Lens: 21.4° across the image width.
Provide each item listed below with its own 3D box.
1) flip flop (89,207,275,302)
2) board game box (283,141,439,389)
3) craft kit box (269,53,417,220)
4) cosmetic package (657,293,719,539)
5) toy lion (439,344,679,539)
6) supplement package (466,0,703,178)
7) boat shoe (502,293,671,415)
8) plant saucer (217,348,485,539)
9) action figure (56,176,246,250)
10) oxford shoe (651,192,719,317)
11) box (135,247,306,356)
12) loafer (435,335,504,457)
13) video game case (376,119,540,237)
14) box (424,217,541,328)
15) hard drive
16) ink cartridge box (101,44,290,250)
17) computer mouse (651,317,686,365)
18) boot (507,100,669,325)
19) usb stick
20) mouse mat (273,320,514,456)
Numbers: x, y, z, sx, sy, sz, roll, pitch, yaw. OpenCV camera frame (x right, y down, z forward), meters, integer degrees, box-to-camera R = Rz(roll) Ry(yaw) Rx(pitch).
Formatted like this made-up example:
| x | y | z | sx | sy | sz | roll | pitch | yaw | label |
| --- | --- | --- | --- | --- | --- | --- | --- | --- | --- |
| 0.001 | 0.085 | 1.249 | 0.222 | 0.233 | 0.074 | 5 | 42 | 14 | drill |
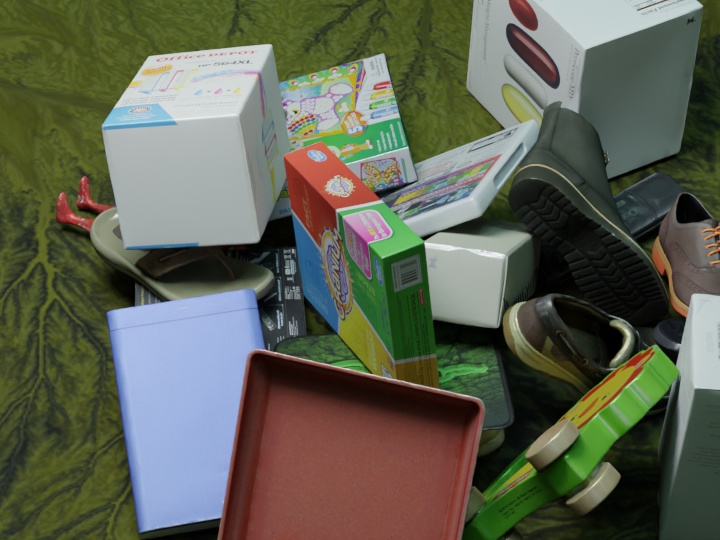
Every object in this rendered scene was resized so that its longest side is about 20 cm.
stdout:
| x | y | z | sx | sy | sz | roll | pitch | yaw | label |
| --- | --- | --- | --- | --- | --- | --- | --- | --- | --- |
| -0.168 | -0.018 | 1.747 | 0.200 | 0.058 | 0.081 | 28 | 47 | 28 | flip flop |
| 0.000 | 0.000 | 1.642 | 0.040 | 0.154 | 0.200 | -20 | 35 | -18 | board game box |
| -0.053 | -0.129 | 1.899 | 0.197 | 0.049 | 0.200 | -18 | 34 | 4 | craft kit box |
| 0.297 | 0.129 | 1.577 | 0.081 | 0.201 | 0.113 | 5 | 45 | 4 | cosmetic package |
| 0.174 | 0.145 | 1.574 | 0.069 | 0.200 | 0.192 | 47 | 41 | -1 | toy lion |
| 0.224 | -0.226 | 1.959 | 0.147 | 0.192 | 0.200 | -21 | 47 | -22 | supplement package |
| 0.215 | 0.074 | 1.667 | 0.199 | 0.065 | 0.074 | 20 | 58 | -32 | boat shoe |
| -0.008 | 0.176 | 1.547 | 0.199 | 0.201 | 0.037 | 12 | 12 | 11 | plant saucer |
| -0.197 | -0.041 | 1.849 | 0.199 | 0.052 | 0.065 | 21 | 29 | 16 | action figure |
| 0.324 | -0.006 | 1.781 | 0.071 | 0.073 | 0.200 | 0 | 28 | -15 | oxford shoe |
| -0.127 | 0.064 | 1.739 | 0.157 | 0.050 | 0.200 | -3 | 43 | -5 | box |
| 0.072 | 0.080 | 1.716 | 0.075 | 0.068 | 0.200 | -19 | 47 | -21 | loafer |
| 0.059 | -0.068 | 1.803 | 0.199 | 0.023 | 0.182 | -19 | 18 | 32 | video game case |
| 0.110 | -0.001 | 1.734 | 0.082 | 0.069 | 0.200 | 9 | 11 | 14 | box |
| -0.139 | 0.121 | 1.634 | 0.131 | 0.025 | 0.201 | -9 | 68 | -7 | hard drive |
| -0.144 | -0.120 | 1.750 | 0.128 | 0.126 | 0.200 | -4 | 27 | 10 | ink cartridge box |
| 0.370 | 0.087 | 1.725 | 0.199 | 0.046 | 0.140 | -2 | 24 | -17 | computer mouse |
| 0.231 | -0.058 | 1.796 | 0.077 | 0.200 | 0.139 | -25 | 28 | 35 | boot |
| 0.243 | -0.040 | 1.879 | 0.200 | 0.033 | 0.055 | -29 | 58 | -29 | usb stick |
| 0.026 | 0.096 | 1.639 | 0.199 | 0.008 | 0.161 | -8 | 36 | 0 | mouse mat |
